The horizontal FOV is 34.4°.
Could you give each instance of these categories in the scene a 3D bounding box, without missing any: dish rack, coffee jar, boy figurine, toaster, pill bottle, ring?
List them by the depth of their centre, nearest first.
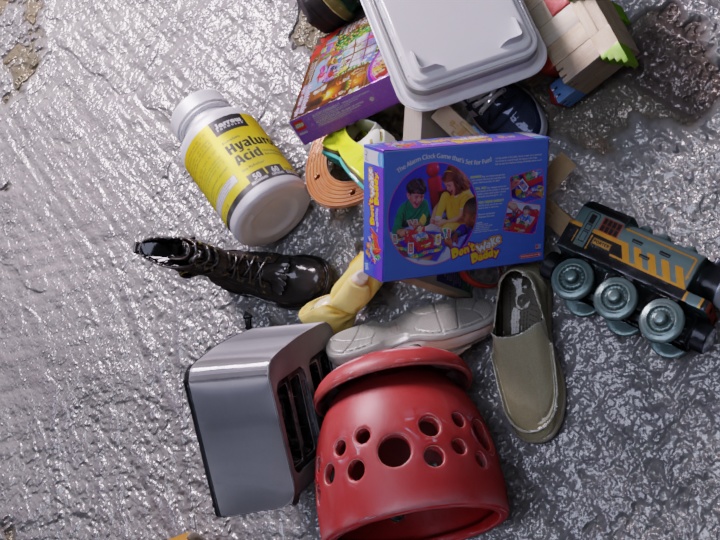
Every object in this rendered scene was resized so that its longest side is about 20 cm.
[{"bbox_3d":[0.097,-0.283,1.268,0.170,0.044,0.201,-19,65,-1],"label":"dish rack"},{"bbox_3d":[-0.101,0.154,1.308,0.118,0.181,0.202,-8,99,23],"label":"toaster"},{"bbox_3d":[0.000,0.000,1.356,0.064,0.124,0.200,35,116,-5],"label":"boy figurine"},{"bbox_3d":[0.013,-0.157,1.393,0.200,0.019,0.201,-27,43,28],"label":"ring"},{"bbox_3d":[0.000,-0.392,1.448,0.200,0.085,0.105,-37,64,19],"label":"coffee jar"},{"bbox_3d":[-0.159,-0.135,1.471,0.111,0.111,0.200,-46,61,14],"label":"pill bottle"}]

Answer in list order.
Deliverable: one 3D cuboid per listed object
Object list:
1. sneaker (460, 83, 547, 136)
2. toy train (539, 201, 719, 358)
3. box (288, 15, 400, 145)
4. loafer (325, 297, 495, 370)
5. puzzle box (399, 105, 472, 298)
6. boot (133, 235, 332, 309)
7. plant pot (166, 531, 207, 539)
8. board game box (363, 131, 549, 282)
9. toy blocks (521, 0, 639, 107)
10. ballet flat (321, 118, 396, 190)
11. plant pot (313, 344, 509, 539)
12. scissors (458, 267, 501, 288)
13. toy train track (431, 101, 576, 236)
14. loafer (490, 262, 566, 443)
[{"bbox_3d":[0.127,-0.219,1.322,0.070,0.108,0.200,-44,61,13],"label":"sneaker"},{"bbox_3d":[0.286,0.009,1.202,0.199,0.085,0.114,27,84,31],"label":"toy train"},{"bbox_3d":[-0.003,-0.241,1.381,0.136,0.039,0.201,-21,33,24],"label":"box"},{"bbox_3d":[0.062,0.084,1.320,0.199,0.063,0.072,-14,30,7],"label":"loafer"},{"bbox_3d":[0.088,-0.076,1.301,0.025,0.133,0.202,-3,77,34],"label":"puzzle box"},{"bbox_3d":[-0.153,-0.002,1.401,0.199,0.174,0.070,3,81,31],"label":"boot"},{"bbox_3d":[-0.243,0.410,1.370,0.183,0.200,0.201,-33,64,2],"label":"plant pot"},{"bbox_3d":[0.100,-0.069,1.208,0.045,0.199,0.136,27,120,59],"label":"board game box"},{"bbox_3d":[0.215,-0.266,1.303,0.137,0.100,0.201,-38,62,31],"label":"toy blocks"},{"bbox_3d":[0.007,-0.130,1.289,0.067,0.067,0.200,-52,25,5],"label":"ballet flat"},{"bbox_3d":[0.043,0.193,1.237,0.199,0.200,0.184,-24,61,24],"label":"plant pot"},{"bbox_3d":[0.089,-0.027,1.254,0.014,0.199,0.074,-6,77,43],"label":"scissors"},{"bbox_3d":[0.159,-0.112,1.282,0.200,0.033,0.115,42,105,-6],"label":"toy train track"},{"bbox_3d":[0.173,0.085,1.254,0.075,0.068,0.202,-13,73,27],"label":"loafer"}]
